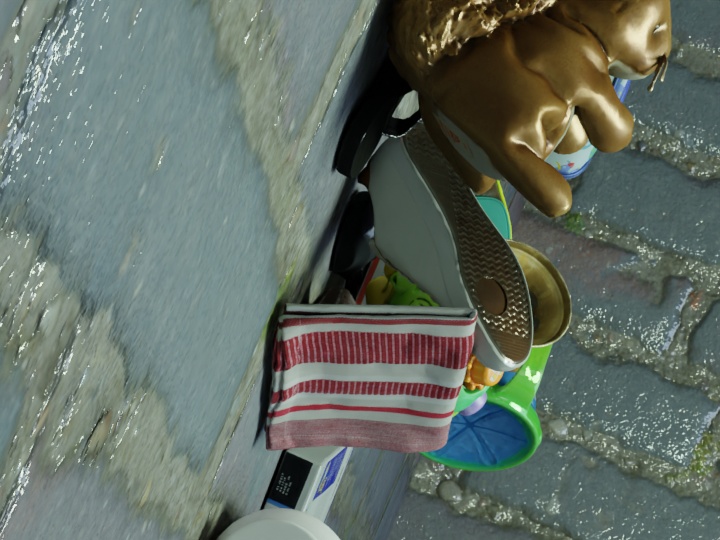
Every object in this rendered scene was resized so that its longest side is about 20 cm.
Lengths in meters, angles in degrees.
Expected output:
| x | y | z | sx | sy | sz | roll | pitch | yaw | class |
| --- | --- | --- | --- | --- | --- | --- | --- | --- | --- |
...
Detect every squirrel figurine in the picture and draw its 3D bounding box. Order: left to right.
| x | y | z | sx | sy | sz | roll | pitch | yaw | class |
| --- | --- | --- | --- | --- | --- | --- | --- | --- | --- |
| 0.123 | -0.166 | 1.402 | 0.187 | 0.200 | 0.142 | -42 | -165 | -9 | squirrel figurine |

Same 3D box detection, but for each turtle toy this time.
| x | y | z | sx | sy | sz | roll | pitch | yaw | class |
| --- | --- | --- | --- | --- | --- | --- | --- | --- | --- |
| 0.063 | 0.065 | 1.655 | 0.200 | 0.101 | 0.146 | 114 | -28 | -64 | turtle toy |

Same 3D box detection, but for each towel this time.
| x | y | z | sx | sy | sz | roll | pitch | yaw | class |
| --- | --- | --- | --- | --- | --- | --- | --- | --- | --- |
| 0.005 | 0.083 | 1.496 | 0.200 | 0.144 | 0.023 | 100 | -11 | -58 | towel |

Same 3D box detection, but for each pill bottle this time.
| x | y | z | sx | sy | sz | roll | pitch | yaw | class |
| --- | --- | --- | --- | --- | --- | --- | --- | --- | --- |
| -0.061 | 0.246 | 1.563 | 0.200 | 0.119 | 0.120 | 77 | 35 | -77 | pill bottle |

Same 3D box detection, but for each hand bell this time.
| x | y | z | sx | sy | sz | roll | pitch | yaw | class |
| --- | --- | --- | --- | --- | --- | --- | --- | --- | --- |
| 0.090 | 0.066 | 1.792 | 0.200 | 0.104 | 0.104 | -47 | -168 | 49 | hand bell |

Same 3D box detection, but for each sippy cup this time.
| x | y | z | sx | sy | sz | roll | pitch | yaw | class |
| --- | --- | --- | --- | --- | --- | --- | --- | --- | --- |
| 0.113 | 0.105 | 1.967 | 0.140 | 0.177 | 0.131 | 61 | 31 | -45 | sippy cup |

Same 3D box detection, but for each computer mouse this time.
| x | y | z | sx | sy | sz | roll | pitch | yaw | class |
| --- | --- | --- | --- | --- | --- | --- | --- | --- | --- |
| 0.000 | 0.000 | 1.640 | 0.200 | 0.034 | 0.059 | 100 | 13 | -62 | computer mouse |

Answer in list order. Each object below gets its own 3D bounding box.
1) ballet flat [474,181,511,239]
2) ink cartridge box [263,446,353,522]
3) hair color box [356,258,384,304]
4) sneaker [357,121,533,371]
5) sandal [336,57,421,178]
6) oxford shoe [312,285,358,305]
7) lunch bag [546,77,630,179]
| x | y | z | sx | sy | sz | roll | pitch | yaw | class |
| --- | --- | --- | --- | --- | --- | --- | --- | --- | --- |
| 0.096 | -0.065 | 1.849 | 0.067 | 0.067 | 0.200 | 136 | -49 | -64 | ballet flat |
| -0.050 | 0.199 | 1.840 | 0.200 | 0.039 | 0.100 | -11 | 122 | -80 | ink cartridge box |
| 0.027 | 0.054 | 1.888 | 0.200 | 0.064 | 0.111 | 88 | 23 | -70 | hair color box |
| 0.061 | -0.006 | 1.516 | 0.073 | 0.200 | 0.085 | -7 | 157 | -46 | sneaker |
| 0.037 | -0.129 | 1.479 | 0.200 | 0.045 | 0.075 | -61 | 169 | -45 | sandal |
| -0.011 | 0.065 | 1.606 | 0.200 | 0.071 | 0.073 | 79 | 29 | -76 | oxford shoe |
| 0.162 | -0.181 | 1.808 | 0.083 | 0.160 | 0.200 | 102 | 11 | -52 | lunch bag |
